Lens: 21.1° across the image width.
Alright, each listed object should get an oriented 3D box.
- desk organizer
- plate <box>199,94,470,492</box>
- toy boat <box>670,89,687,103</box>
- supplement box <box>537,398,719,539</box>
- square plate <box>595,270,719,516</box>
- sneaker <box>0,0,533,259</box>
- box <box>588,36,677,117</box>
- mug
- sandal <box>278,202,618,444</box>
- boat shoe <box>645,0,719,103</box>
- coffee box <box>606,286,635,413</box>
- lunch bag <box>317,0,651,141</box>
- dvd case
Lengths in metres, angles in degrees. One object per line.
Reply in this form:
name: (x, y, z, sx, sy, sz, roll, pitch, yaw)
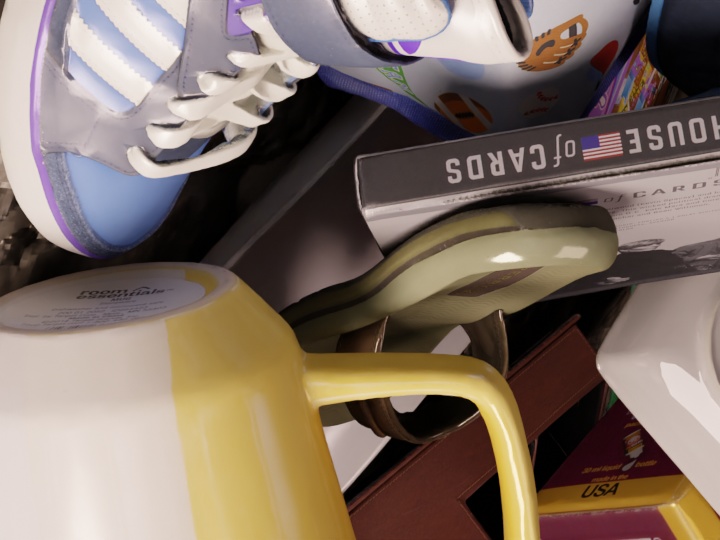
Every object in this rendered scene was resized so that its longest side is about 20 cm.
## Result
desk organizer: (0.053, 0.110, 0.922, 0.200, 0.077, 0.072, -35, 177, -41)
plate: (0.000, 0.000, 0.795, 0.200, 0.032, 0.200, -48, 151, -24)
toy boat: (0.209, -0.068, 0.935, 0.201, 0.130, 0.131, -64, -176, -20)
supplement box: (0.189, 0.100, 0.912, 0.200, 0.103, 0.131, -43, 107, -36)
square plate: (0.209, 0.033, 0.848, 0.200, 0.028, 0.199, 48, 59, -23)
sneaker: (-0.024, -0.066, 0.555, 0.080, 0.146, 0.201, -24, 136, -50)
box: (0.116, -0.117, 0.833, 0.201, 0.039, 0.137, -67, 159, -6)
mug: (-0.054, 0.077, 0.629, 0.186, 0.149, 0.154, -16, 105, -30)
sandal: (0.020, 0.029, 0.672, 0.079, 0.058, 0.201, -9, 167, -27)
boat shoe: (0.138, -0.091, 0.641, 0.084, 0.069, 0.200, -51, 164, -4)
coffee box: (0.155, 0.068, 1.030, 0.123, 0.044, 0.201, 80, 23, -66)
lunch bag: (0.076, -0.159, 0.665, 0.200, 0.123, 0.170, -53, 163, -23)
dvd case: (0.083, -0.019, 0.696, 0.200, 0.149, 0.025, 59, 22, -77)
